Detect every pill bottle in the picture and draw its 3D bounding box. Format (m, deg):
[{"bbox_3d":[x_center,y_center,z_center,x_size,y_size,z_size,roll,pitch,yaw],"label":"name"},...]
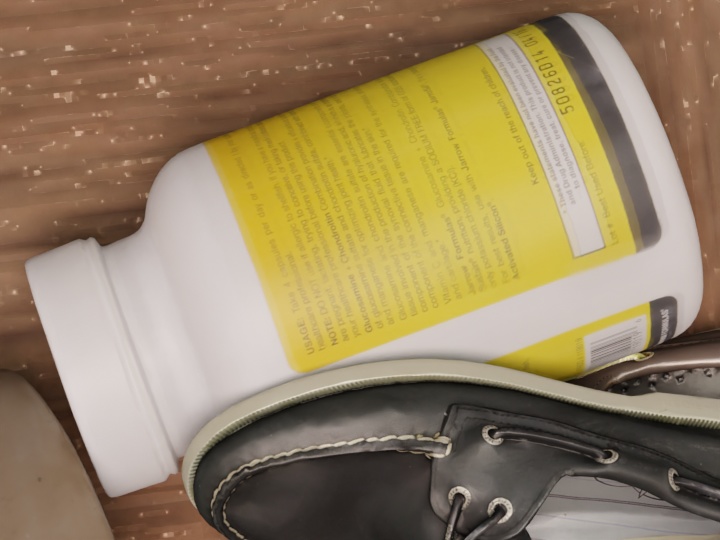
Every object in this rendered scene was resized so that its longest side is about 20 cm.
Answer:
[{"bbox_3d":[0.000,0.000,0.780,0.199,0.112,0.112,-20,90,-5],"label":"pill bottle"}]

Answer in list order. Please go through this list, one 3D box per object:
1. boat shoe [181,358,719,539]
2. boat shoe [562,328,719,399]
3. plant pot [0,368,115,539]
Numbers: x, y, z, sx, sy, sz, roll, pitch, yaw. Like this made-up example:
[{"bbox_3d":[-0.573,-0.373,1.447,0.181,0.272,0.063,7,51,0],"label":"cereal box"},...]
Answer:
[{"bbox_3d":[0.047,0.077,0.732,0.199,0.066,0.075,7,129,-16],"label":"boat shoe"},{"bbox_3d":[0.081,0.061,0.811,0.199,0.060,0.072,-14,91,-5],"label":"boat shoe"},{"bbox_3d":[-0.166,0.112,0.738,0.173,0.200,0.201,-21,90,-21],"label":"plant pot"}]
